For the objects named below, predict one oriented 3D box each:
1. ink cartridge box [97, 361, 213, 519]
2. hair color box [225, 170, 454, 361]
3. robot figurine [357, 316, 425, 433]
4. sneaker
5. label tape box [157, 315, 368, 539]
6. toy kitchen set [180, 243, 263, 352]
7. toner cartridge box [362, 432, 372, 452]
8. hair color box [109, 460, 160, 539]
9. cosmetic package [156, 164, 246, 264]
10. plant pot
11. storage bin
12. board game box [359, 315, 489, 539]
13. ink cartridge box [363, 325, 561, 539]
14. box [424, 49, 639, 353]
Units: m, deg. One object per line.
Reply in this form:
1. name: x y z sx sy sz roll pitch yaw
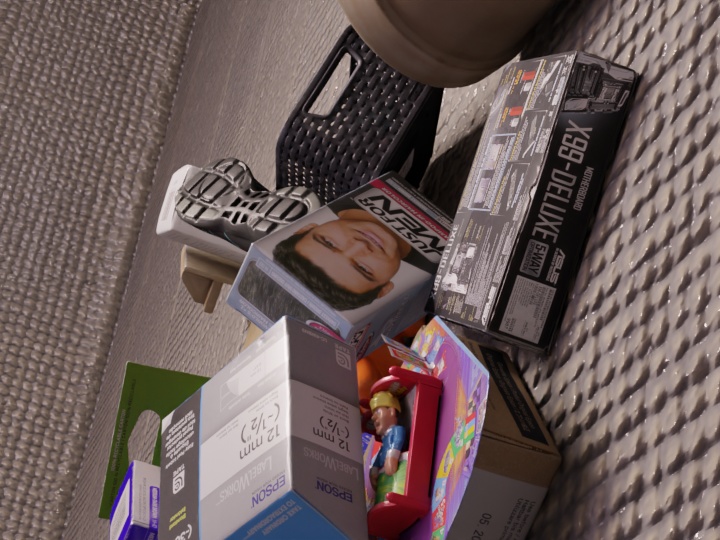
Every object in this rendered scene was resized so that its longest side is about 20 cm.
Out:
1. ink cartridge box: -0.117 0.169 1.433 0.076 0.199 0.148 175 106 -75
2. hair color box: 0.000 0.000 1.234 0.200 0.099 0.061 -31 -25 -52
3. robot figurine: -0.018 0.067 1.370 0.144 0.116 0.200 -60 24 24
4. sneaker: -0.088 -0.036 1.383 0.075 0.079 0.200 -45 38 -16
5. label tape box: -0.065 0.150 1.035 0.143 0.066 0.201 -39 36 34
6. toy kitchen set: -0.137 0.083 1.727 0.200 0.163 0.181 -100 31 -63
7. toner cartridge box: -0.032 0.183 1.209 0.200 0.043 0.095 -12 -53 -63
8. hair color box: -0.101 0.229 1.319 0.109 0.199 0.065 -109 41 -68
9. cosmetic package: -0.099 -0.039 1.655 0.102 0.199 0.074 179 109 -75
10. plant pot: 0.099 -0.266 1.259 0.173 0.200 0.201 -26 45 49
11. storage bin: -0.001 -0.102 1.419 0.135 0.094 0.200 -59 -9 -21
12. board game box: 0.019 0.112 1.026 0.200 0.039 0.159 -128 58 -73
13. ink cartridge box: 0.048 0.162 1.092 0.165 0.075 0.201 -111 41 -66
14. box: 0.115 -0.050 1.150 0.158 0.050 0.201 -168 96 -77
